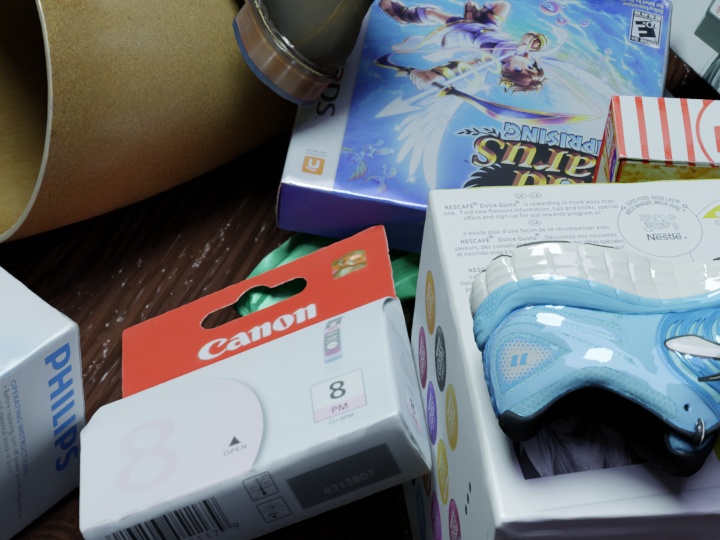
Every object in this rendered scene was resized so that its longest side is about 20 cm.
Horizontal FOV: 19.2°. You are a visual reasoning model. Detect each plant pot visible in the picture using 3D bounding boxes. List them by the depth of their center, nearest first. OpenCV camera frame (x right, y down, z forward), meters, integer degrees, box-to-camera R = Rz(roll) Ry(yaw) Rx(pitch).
[{"bbox_3d":[-0.131,-0.116,1.203,0.199,0.187,0.187,-7,46,-34],"label":"plant pot"}]

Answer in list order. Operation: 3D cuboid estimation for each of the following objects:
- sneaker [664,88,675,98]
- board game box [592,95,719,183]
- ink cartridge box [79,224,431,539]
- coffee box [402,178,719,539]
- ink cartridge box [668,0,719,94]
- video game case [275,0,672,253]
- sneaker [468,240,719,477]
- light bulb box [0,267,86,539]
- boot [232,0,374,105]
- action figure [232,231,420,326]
[{"bbox_3d":[0.152,-0.077,1.247,0.199,0.073,0.082,22,47,15],"label":"sneaker"},{"bbox_3d":[0.188,0.000,1.091,0.151,0.200,0.046,3,49,-4],"label":"board game box"},{"bbox_3d":[-0.057,0.049,1.052,0.162,0.057,0.200,-22,40,9],"label":"ink cartridge box"},{"bbox_3d":[0.133,0.093,0.998,0.199,0.200,0.198,-3,47,-8],"label":"coffee box"},{"bbox_3d":[0.274,-0.123,1.257,0.146,0.083,0.200,7,34,-49],"label":"ink cartridge box"},{"bbox_3d":[0.067,-0.089,1.184,0.199,0.046,0.182,10,56,2],"label":"video game case"},{"bbox_3d":[0.144,0.045,0.873,0.199,0.078,0.090,2,66,-1],"label":"sneaker"},{"bbox_3d":[-0.270,0.066,1.036,0.198,0.125,0.200,35,54,25],"label":"light bulb box"},{"bbox_3d":[-0.034,-0.188,1.163,0.075,0.097,0.200,19,35,-41],"label":"boot"},{"bbox_3d":[0.000,0.000,1.174,0.200,0.055,0.118,-37,61,-27],"label":"action figure"}]
